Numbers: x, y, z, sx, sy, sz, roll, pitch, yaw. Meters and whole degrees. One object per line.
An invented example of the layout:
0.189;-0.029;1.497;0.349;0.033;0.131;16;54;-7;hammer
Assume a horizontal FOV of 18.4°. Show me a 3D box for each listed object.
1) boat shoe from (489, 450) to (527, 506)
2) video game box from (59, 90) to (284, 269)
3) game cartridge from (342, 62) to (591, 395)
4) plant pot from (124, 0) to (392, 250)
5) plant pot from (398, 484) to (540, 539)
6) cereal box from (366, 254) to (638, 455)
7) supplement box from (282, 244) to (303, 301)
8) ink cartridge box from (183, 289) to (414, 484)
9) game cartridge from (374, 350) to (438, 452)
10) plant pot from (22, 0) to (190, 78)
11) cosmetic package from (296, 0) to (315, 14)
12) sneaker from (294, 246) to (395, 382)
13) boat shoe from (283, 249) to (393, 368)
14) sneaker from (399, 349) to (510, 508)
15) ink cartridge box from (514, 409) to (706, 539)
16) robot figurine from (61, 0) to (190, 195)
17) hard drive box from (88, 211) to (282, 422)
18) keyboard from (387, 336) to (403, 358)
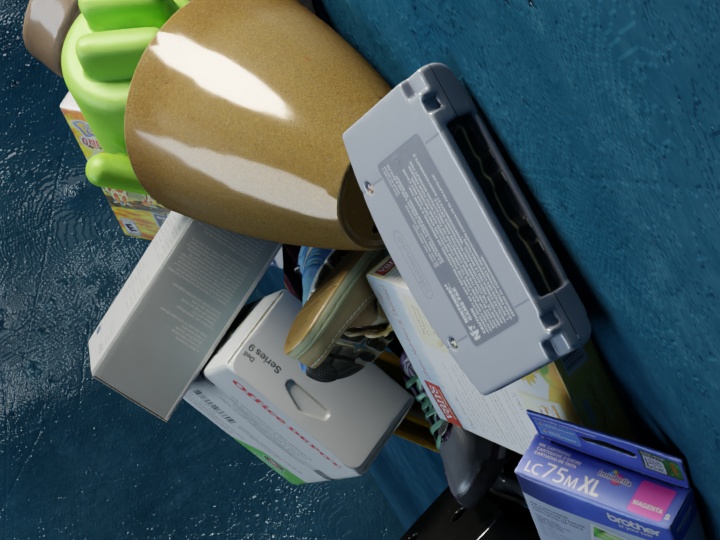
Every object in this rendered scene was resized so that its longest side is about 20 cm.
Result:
0.139;0.151;1.731;0.200;0.074;0.062;37;152;60;boat shoe
-0.152;-0.086;2.007;0.200;0.047;0.182;12;143;28;video game box
0.064;-0.023;1.432;0.200;0.040;0.133;62;148;4;game cartridge
-0.042;-0.092;1.622;0.200;0.186;0.187;32;156;45;plant pot
0.111;0.280;1.771;0.177;0.200;0.200;44;177;-14;plant pot
0.100;0.067;1.551;0.200;0.040;0.144;22;146;51;cereal box
0.000;0.000;1.902;0.086;0.110;0.200;57;173;8;supplement box
-0.059;0.101;1.838;0.146;0.084;0.200;40;163;-10;ink cartridge box
0.048;0.118;2.027;0.176;0.032;0.200;24;-172;-24;game cartridge
-0.177;-0.226;2.021;0.174;0.200;0.200;38;169;11;plant pot
-0.076;-0.185;1.774;0.051;0.082;0.200;58;173;26;cosmetic package
-0.011;0.006;1.738;0.078;0.200;0.090;27;144;-18;sneaker
0.015;0.011;1.645;0.066;0.200;0.074;44;140;-5;boat shoe
0.064;0.108;1.741;0.087;0.074;0.200;29;-156;-14;sneaker
0.174;0.175;1.496;0.119;0.042;0.200;18;149;29;ink cartridge box
-0.161;-0.142;1.734;0.200;0.115;0.176;68;-162;-60;robot figurine
-0.143;0.010;1.855;0.077;0.200;0.156;33;-177;-11;hard drive box
0.090;0.109;1.894;0.200;0.021;0.127;40;177;9;keyboard
